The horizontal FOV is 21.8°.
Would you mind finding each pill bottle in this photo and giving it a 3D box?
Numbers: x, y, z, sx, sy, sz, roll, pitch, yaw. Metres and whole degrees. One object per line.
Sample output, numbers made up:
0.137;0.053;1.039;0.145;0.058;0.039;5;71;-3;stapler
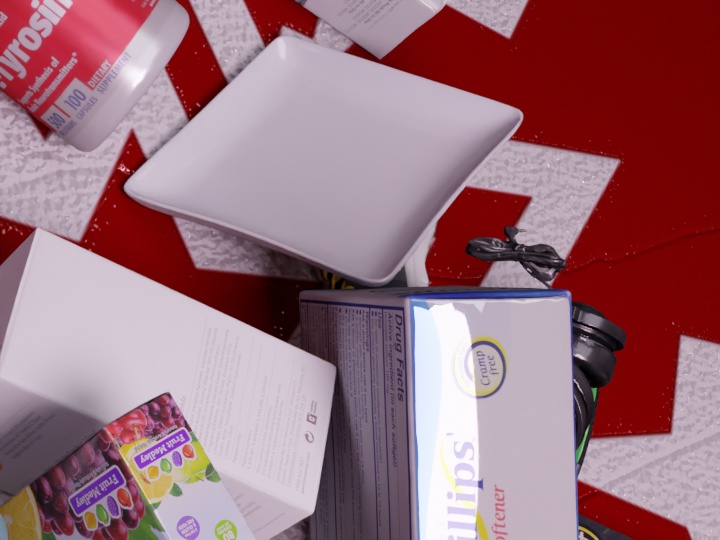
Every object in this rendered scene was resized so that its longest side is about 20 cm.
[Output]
-0.212;-0.175;1.145;0.199;0.112;0.113;38;50;-14;pill bottle

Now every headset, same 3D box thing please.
0.113;0.062;1.193;0.093;0.201;0.124;13;45;20;headset

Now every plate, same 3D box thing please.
-0.021;-0.069;1.223;0.198;0.033;0.200;19;45;24;plate

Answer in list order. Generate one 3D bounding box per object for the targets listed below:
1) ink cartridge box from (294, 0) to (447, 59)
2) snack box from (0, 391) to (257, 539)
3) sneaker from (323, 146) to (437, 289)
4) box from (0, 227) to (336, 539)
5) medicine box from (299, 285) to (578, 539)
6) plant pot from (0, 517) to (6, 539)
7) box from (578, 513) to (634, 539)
-0.023;-0.271;1.356;0.199;0.083;0.146;33;51;-19;ink cartridge box
-0.128;0.168;0.967;0.053;0.200;0.143;-29;85;-44;snack box
0.000;0.000;1.250;0.084;0.075;0.202;17;52;-12;sneaker
-0.132;0.079;1.063;0.199;0.124;0.098;26;53;-24;box
0.041;0.102;1.084;0.102;0.200;0.185;-2;91;-19;medicine box
-0.224;0.212;0.881;0.198;0.200;0.189;10;48;-32;plant pot
0.182;0.260;1.228;0.199;0.049;0.162;27;48;-15;box
